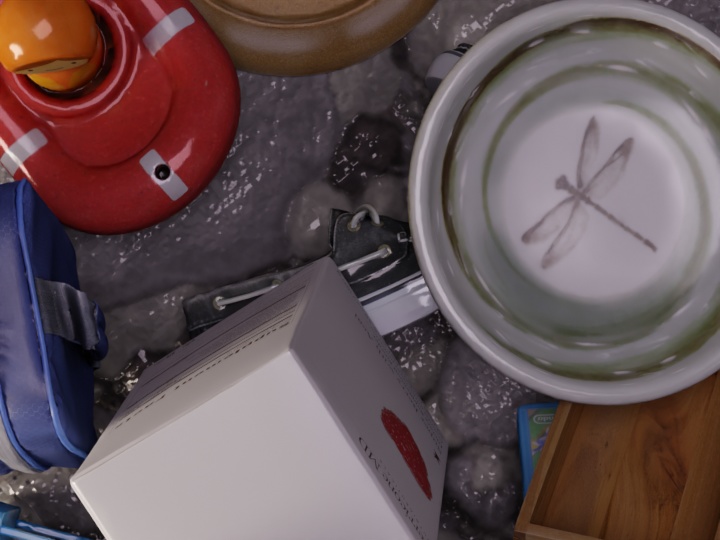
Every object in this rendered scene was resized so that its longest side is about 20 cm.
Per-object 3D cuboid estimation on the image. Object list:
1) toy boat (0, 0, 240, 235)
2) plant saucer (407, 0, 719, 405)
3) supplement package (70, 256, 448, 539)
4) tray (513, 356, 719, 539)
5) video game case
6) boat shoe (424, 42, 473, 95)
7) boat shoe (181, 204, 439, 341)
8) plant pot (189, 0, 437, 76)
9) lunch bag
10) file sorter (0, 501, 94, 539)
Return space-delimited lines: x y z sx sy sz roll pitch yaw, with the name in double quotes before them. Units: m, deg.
"toy boat" -0.151 -0.112 1.214 0.130 0.131 0.200 -40 86 2
"plant saucer" 0.118 -0.033 1.193 0.199 0.050 0.202 0 87 -8
"supplement package" -0.039 0.091 1.124 0.119 0.200 0.122 -31 98 10
"tray" 0.149 0.077 1.188 0.098 0.037 0.201 11 46 15
"video game case" 0.153 0.139 1.160 0.142 0.018 0.201 -2 43 1
"boat shoe" 0.130 -0.075 1.258 0.199 0.069 0.057 26 80 -5
"boat shoe" 0.000 0.000 1.240 0.199 0.072 0.071 -25 90 -2
"plant pot" -0.038 -0.206 1.282 0.199 0.027 0.202 0 84 -2
"lunch bag" -0.189 0.033 1.168 0.131 0.200 0.137 -10 82 -2
"file sorter" -0.155 0.228 1.183 0.122 0.139 0.201 16 84 -3
